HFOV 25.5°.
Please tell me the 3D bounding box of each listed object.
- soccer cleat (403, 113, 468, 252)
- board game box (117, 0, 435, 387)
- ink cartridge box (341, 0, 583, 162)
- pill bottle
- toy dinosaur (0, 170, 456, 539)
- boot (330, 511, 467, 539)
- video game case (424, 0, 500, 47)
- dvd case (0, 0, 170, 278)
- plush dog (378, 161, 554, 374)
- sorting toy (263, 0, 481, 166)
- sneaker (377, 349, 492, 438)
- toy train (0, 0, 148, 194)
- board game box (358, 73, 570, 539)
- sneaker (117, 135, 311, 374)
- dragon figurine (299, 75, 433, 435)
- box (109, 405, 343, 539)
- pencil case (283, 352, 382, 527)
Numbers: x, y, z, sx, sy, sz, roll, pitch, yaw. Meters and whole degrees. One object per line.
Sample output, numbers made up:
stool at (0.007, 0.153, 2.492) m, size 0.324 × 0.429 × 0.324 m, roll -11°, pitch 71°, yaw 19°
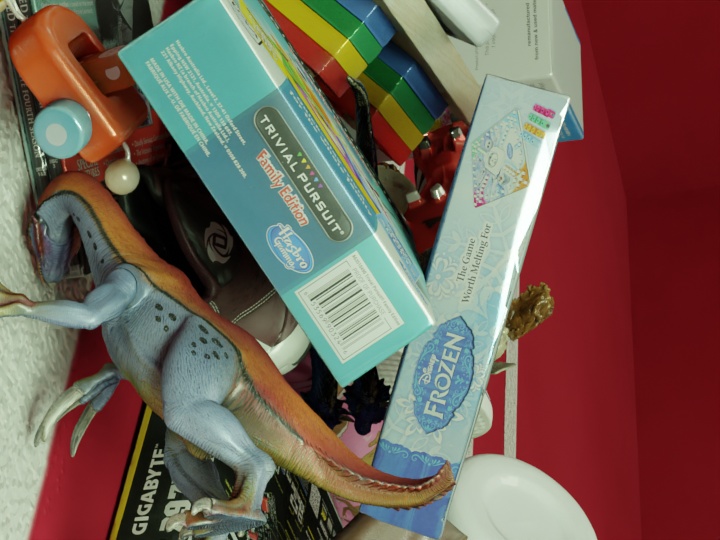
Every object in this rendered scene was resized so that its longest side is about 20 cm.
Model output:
soccer cleat at (0.063, -0.032, 1.064) m, size 0.201 × 0.068 × 0.086 m, roll -82°, pitch 149°, yaw -58°
board game box at (-0.031, -0.049, 0.686) m, size 0.152 × 0.047 × 0.200 m, roll 57°, pitch 6°, yaw -10°
ink cartridge box at (0.055, -0.144, 1.168) m, size 0.144 × 0.198 × 0.086 m, roll 39°, pitch 49°, yaw -68°
pill bottle at (0.058, 0.220, 1.007) m, size 0.201 × 0.111 × 0.112 m, roll -59°, pitch -173°, yaw 31°
toy dinosaur at (-0.080, 0.035, 0.666) m, size 0.105 × 0.198 × 0.183 m, roll 106°, pitch -24°, yaw -59°
boot at (-0.031, 0.149, 0.753) m, size 0.199 × 0.064 × 0.188 m, roll -36°, pitch 140°, yaw -29°
video game case at (-0.021, -0.202, 0.883) m, size 0.182 × 0.022 × 0.200 m, roll 41°, pitch 1°, yaw -22°
dvd case at (-0.134, -0.107, 0.782) m, size 0.146 × 0.022 × 0.202 m, roll -40°, pitch 123°, yaw -73°
plush dog at (0.032, 0.001, 1.158) m, size 0.172 × 0.160 × 0.200 m, roll 54°, pitch 21°, yaw -10°
sorting toy at (-0.039, -0.157, 0.903) m, size 0.199 × 0.070 × 0.200 m, roll 42°, pitch 1°, yaw 24°
sneaker at (0.022, 0.023, 1.052) m, size 0.200 × 0.072 × 0.115 m, roll 41°, pitch 44°, yaw -27°
toy train at (-0.138, -0.085, 0.600) m, size 0.151 × 0.055 × 0.200 m, roll 56°, pitch 22°, yaw -8°
board game box at (0.053, 0.010, 0.782) m, size 0.200 × 0.043 × 0.201 m, roll -29°, pitch 136°, yaw -84°
sneaker at (-0.079, -0.051, 0.792) m, size 0.115 × 0.075 × 0.202 m, roll 30°, pitch 42°, yaw -52°
dragon figurine at (0.000, 0.000, 0.857) m, size 0.100 × 0.058 × 0.201 m, roll 50°, pitch -49°, yaw 38°
box at (-0.065, 0.145, 0.863) m, size 0.161 × 0.049 × 0.201 m, roll -79°, pitch 156°, yaw -45°
pencil case at (-0.017, 0.099, 0.999) m, size 0.201 × 0.082 × 0.087 m, roll 66°, pitch 18°, yaw -45°
